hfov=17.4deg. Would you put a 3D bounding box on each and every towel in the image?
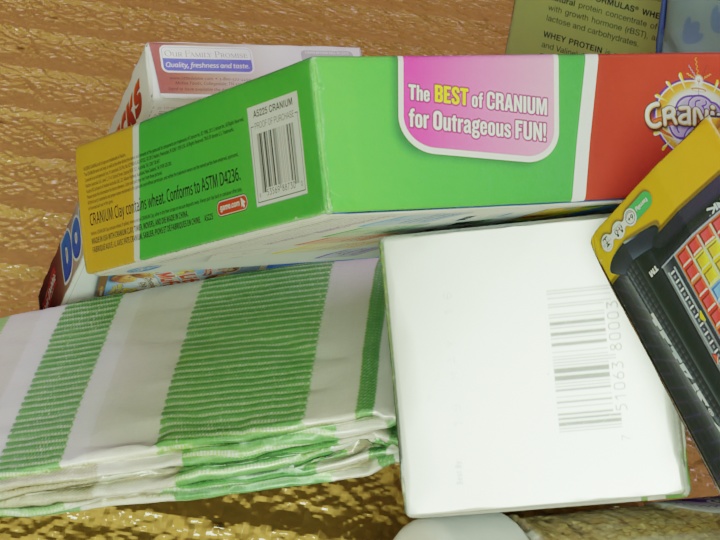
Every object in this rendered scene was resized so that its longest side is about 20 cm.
[{"bbox_3d":[-0.079,0.042,0.768,0.199,0.023,0.153,-11,21,8],"label":"towel"}]

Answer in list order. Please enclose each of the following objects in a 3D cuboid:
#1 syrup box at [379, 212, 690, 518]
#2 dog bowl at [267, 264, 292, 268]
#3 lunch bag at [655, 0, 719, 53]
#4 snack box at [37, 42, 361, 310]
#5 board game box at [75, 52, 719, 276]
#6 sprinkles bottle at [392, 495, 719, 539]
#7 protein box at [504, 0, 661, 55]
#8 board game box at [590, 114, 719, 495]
[{"bbox_3d":[0.057,0.030,0.728,0.081,0.079,0.200,-6,-4,7],"label":"syrup box"},{"bbox_3d":[0.000,0.000,0.931,0.200,0.050,0.111,26,29,35],"label":"dog bowl"},{"bbox_3d":[0.196,-0.072,0.969,0.082,0.201,0.161,-12,31,-38],"label":"lunch bag"},{"bbox_3d":[-0.060,-0.021,0.817,0.072,0.200,0.024,-1,66,-19],"label":"snack box"},{"bbox_3d":[0.037,-0.031,0.692,0.199,0.041,0.153,-4,-4,-31],"label":"board game box"},{"bbox_3d":[0.107,0.100,0.708,0.199,0.068,0.068,-2,25,-24],"label":"sprinkles bottle"},{"bbox_3d":[0.195,-0.152,1.149,0.198,0.201,0.135,19,23,24],"label":"protein box"},{"bbox_3d":[0.176,0.043,0.618,0.200,0.057,0.166,1,52,-41],"label":"board game box"}]
